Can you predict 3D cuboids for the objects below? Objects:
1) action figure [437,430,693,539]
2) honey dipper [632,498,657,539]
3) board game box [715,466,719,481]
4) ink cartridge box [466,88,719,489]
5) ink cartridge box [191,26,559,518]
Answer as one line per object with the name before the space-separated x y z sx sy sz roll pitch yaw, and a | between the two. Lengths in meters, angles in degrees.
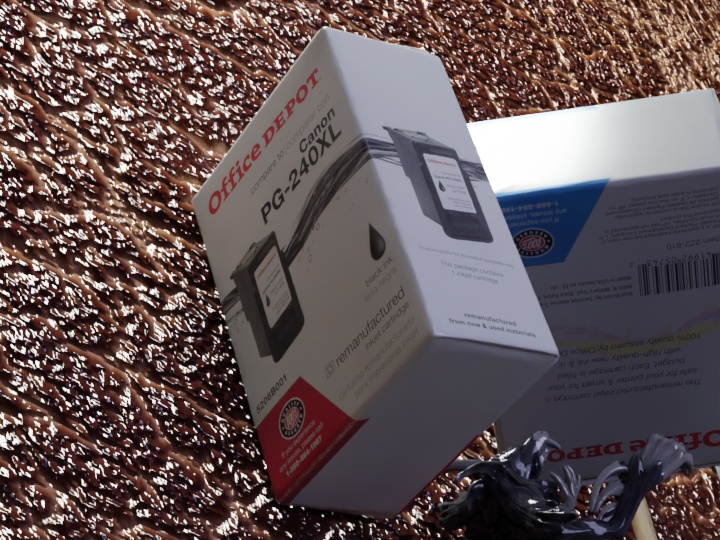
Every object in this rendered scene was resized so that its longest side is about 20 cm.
action figure | 0.120 0.138 1.101 0.200 0.119 0.102 44 60 -24
honey dipper | 0.163 0.125 1.260 0.038 0.038 0.201 23 41 -40
board game box | 0.321 0.170 1.428 0.199 0.034 0.135 27 36 -37
ink cartridge box | 0.135 0.014 1.144 0.085 0.144 0.201 -91 172 -56
ink cartridge box | 0.000 0.000 1.054 0.083 0.145 0.201 10 46 -36
